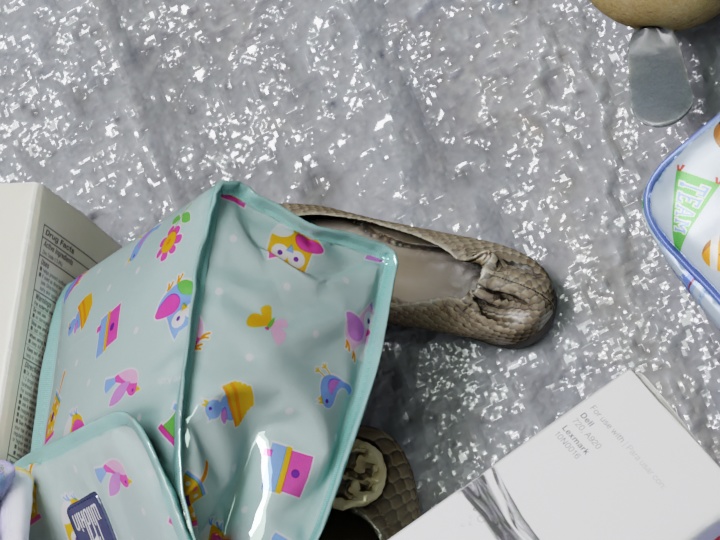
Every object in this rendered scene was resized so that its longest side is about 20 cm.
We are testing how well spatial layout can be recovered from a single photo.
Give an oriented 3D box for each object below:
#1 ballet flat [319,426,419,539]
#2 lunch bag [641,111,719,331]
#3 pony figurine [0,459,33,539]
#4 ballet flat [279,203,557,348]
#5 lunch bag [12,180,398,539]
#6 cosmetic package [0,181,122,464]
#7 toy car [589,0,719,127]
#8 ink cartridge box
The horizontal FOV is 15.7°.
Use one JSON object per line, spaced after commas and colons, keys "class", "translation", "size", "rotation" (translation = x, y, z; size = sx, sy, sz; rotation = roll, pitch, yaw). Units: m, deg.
{"class": "ballet flat", "translation": [-0.018, 0.168, 1.219], "size": [0.067, 0.046, 0.200], "rotation": [7, 74, 24]}
{"class": "lunch bag", "translation": [0.237, -0.027, 1.188], "size": [0.200, 0.076, 0.160], "rotation": [-40, 65, 2]}
{"class": "pony figurine", "translation": [-0.162, 0.168, 1.113], "size": [0.200, 0.166, 0.193], "rotation": [-115, 41, -57]}
{"class": "ballet flat", "translation": [0.000, 0.000, 1.282], "size": [0.200, 0.046, 0.067], "rotation": [11, 74, 24]}
{"class": "lunch bag", "translation": [-0.081, 0.083, 1.200], "size": [0.170, 0.122, 0.200], "rotation": [-28, 45, 54]}
{"class": "cosmetic package", "translation": [-0.189, 0.066, 1.300], "size": [0.087, 0.103, 0.200], "rotation": [0, 70, 22]}
{"class": "toy car", "translation": [0.133, -0.171, 1.236], "size": [0.164, 0.158, 0.200], "rotation": [-34, 65, 18]}
{"class": "ink cartridge box", "translation": [0.066, 0.154, 1.118], "size": [0.200, 0.146, 0.084], "rotation": [-34, 62, -12]}
